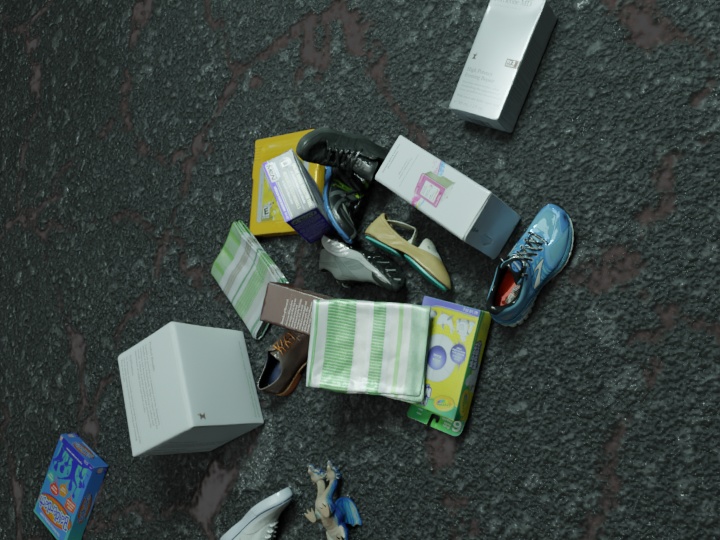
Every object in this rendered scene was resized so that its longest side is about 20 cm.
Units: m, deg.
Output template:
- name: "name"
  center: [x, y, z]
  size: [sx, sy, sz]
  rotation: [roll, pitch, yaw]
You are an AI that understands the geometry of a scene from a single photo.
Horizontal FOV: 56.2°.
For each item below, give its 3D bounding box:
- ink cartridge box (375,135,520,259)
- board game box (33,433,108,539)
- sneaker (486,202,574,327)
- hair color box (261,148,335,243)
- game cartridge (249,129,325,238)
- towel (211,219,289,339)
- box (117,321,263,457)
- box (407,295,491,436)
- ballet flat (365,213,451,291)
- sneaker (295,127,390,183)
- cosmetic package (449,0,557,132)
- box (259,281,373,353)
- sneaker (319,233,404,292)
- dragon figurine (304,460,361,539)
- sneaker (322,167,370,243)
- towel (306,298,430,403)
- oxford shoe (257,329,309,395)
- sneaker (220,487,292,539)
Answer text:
- name: "ink cartridge box"
  center: [0.142, -0.116, 1.081]
  size: [0.199, 0.144, 0.086]
  rotation: [40, 102, 32]
- name: "board game box"
  center: [-0.675, 0.509, 1.569]
  size: [0.150, 0.045, 0.204]
  rotation: [24, 96, 34]
- name: "sneaker"
  center: [0.254, -0.008, 1.019]
  size: [0.078, 0.089, 0.203]
  rotation: [31, 99, 33]
- name: "hair color box"
  center: [-0.104, -0.124, 1.187]
  size: [0.064, 0.200, 0.111]
  rotation: [-24, 79, 2]
- name: "game cartridge"
  center: [-0.148, -0.173, 1.351]
  size: [0.173, 0.032, 0.206]
  rotation: [-4, 81, 33]
- name: "towel"
  center: [-0.230, 0.018, 1.355]
  size: [0.200, 0.030, 0.151]
  rotation: [48, 119, 29]
- name: "box"
  center: [-0.325, 0.230, 1.295]
  size: [0.169, 0.198, 0.203]
  rotation: [-29, 66, 27]
- name: "box"
  center: [0.133, 0.153, 1.093]
  size: [0.116, 0.048, 0.205]
  rotation: [12, 90, 41]
- name: "ballet flat"
  center: [0.089, -0.039, 1.152]
  size: [0.199, 0.069, 0.064]
  rotation: [35, 87, 32]
- name: "sneaker"
  center: [-0.007, -0.194, 1.167]
  size: [0.104, 0.197, 0.061]
  rotation: [46, 128, 35]
- name: "cosmetic package"
  center: [0.233, -0.341, 1.105]
  size: [0.100, 0.073, 0.204]
  rotation: [23, 95, 33]
- name: "box"
  center: [-0.066, 0.080, 1.174]
  size: [0.196, 0.100, 0.077]
  rotation: [18, 92, 15]
- name: "sneaker"
  center: [0.000, 0.000, 1.206]
  size: [0.198, 0.073, 0.081]
  rotation: [27, 106, 39]
- name: "dragon figurine"
  center: [-0.038, 0.427, 1.153]
  size: [0.058, 0.099, 0.203]
  rotation: [-30, 85, 23]
- name: "sneaker"
  center: [-0.022, -0.145, 1.226]
  size: [0.081, 0.071, 0.204]
  rotation: [-12, 58, 18]
- name: "towel"
  center: [0.011, 0.127, 1.092]
  size: [0.195, 0.023, 0.157]
  rotation: [4, 88, 12]
- name: "oxford shoe"
  center: [-0.126, 0.144, 1.254]
  size: [0.071, 0.072, 0.204]
  rotation: [30, 98, 34]
- name: "sneaker"
  center: [-0.180, 0.473, 1.241]
  size: [0.200, 0.072, 0.071]
  rotation: [-48, 69, 27]
